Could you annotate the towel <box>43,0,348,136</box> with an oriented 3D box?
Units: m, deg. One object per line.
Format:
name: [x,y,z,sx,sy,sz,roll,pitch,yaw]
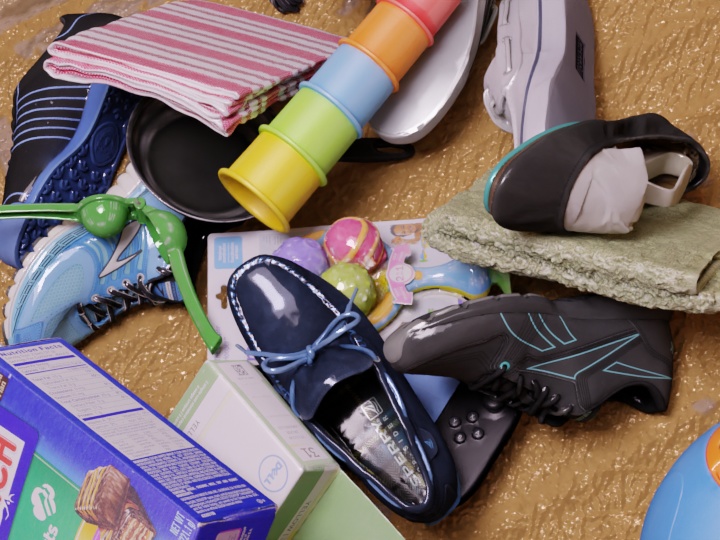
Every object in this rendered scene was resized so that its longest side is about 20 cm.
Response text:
towel: [-0.101,-0.141,1.565,0.146,0.200,0.030,18,113,22]

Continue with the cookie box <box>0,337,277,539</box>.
cookie box: [-0.167,0.164,1.391,0.200,0.075,0.172,33,112,31]

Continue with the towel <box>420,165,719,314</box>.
towel: [0.149,-0.020,1.459,0.199,0.148,0.037,14,111,20]

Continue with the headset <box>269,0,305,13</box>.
headset: [0.003,-0.228,1.576,0.199,0.094,0.124,-10,40,34]

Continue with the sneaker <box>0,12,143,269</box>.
sneaker: [-0.213,-0.091,1.622,0.078,0.070,0.201,15,67,29]

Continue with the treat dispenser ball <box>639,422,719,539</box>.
treat dispenser ball: [0.253,0.170,1.298,0.200,0.201,0.202,-6,65,12]

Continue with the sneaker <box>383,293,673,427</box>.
sneaker: [0.110,0.055,1.426,0.199,0.075,0.080,-4,79,-24]

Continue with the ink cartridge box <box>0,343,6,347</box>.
ink cartridge box: [-0.284,0.138,1.488,0.084,0.145,0.200,32,78,24]

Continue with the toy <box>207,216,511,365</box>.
toy: [0.000,0.000,1.495,0.199,0.047,0.116,-2,47,-2]

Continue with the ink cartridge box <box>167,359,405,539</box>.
ink cartridge box: [-0.059,0.173,1.433,0.200,0.048,0.146,47,115,29]

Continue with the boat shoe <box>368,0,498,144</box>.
boat shoe: [0.060,-0.168,1.580,0.070,0.064,0.201,14,71,21]

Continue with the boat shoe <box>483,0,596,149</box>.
boat shoe: [0.114,-0.116,1.527,0.065,0.074,0.201,-16,35,23]

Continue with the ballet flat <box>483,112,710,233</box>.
ballet flat: [0.155,-0.059,1.423,0.068,0.200,0.068,27,118,28]

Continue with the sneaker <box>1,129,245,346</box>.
sneaker: [-0.156,-0.002,1.557,0.090,0.078,0.200,41,82,23]

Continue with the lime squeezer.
lime squeezer: [-0.159,-0.017,1.512,0.199,0.038,0.071,27,79,16]

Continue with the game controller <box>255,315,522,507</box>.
game controller: [0.004,0.077,1.492,0.199,0.042,0.104,26,63,24]

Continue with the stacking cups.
stacking cups: [-0.006,-0.115,1.514,0.060,0.061,0.200,35,75,26]

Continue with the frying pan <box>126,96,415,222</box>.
frying pan: [-0.070,-0.089,1.564,0.189,0.031,0.115,-21,67,-29]

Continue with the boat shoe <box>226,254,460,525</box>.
boat shoe: [-0.007,0.065,1.420,0.200,0.069,0.084,44,95,11]
